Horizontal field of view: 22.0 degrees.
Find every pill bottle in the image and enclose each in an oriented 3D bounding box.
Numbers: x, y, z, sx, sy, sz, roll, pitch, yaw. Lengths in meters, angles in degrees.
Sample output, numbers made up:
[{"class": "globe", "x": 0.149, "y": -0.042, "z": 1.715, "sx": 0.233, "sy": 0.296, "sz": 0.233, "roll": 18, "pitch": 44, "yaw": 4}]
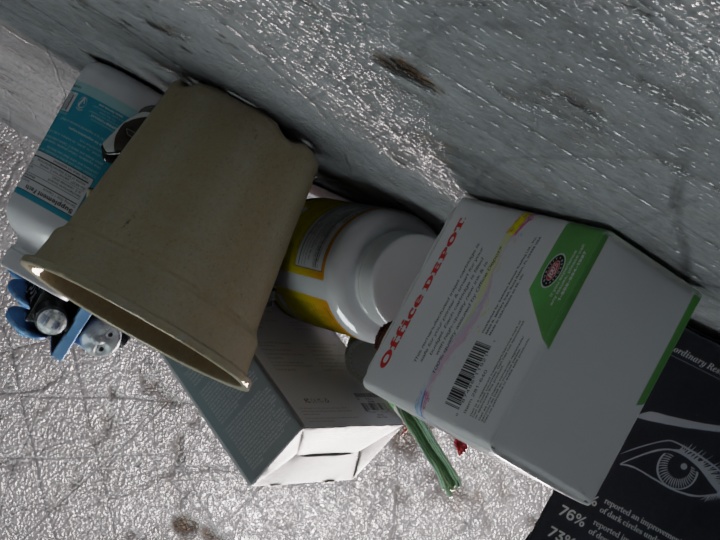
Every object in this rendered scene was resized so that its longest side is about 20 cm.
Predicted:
[{"class": "pill bottle", "x": 0.000, "y": 0.000, "z": 1.521, "sx": 0.109, "sy": 0.110, "sz": 0.200, "roll": 31, "pitch": 173, "yaw": -25}, {"class": "pill bottle", "x": -0.243, "y": -0.076, "z": 1.656, "sx": 0.110, "sy": 0.201, "sz": 0.111, "roll": 29, "pitch": 176, "yaw": 2}]

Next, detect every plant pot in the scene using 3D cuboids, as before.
[{"class": "plant pot", "x": -0.129, "y": -0.036, "z": 1.422, "sx": 0.199, "sy": 0.184, "sz": 0.201, "roll": 28, "pitch": 171, "yaw": 5}]

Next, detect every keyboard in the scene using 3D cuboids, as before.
[{"class": "keyboard", "x": 0.010, "y": -0.047, "z": 1.636, "sx": 0.199, "sy": 0.011, "sz": 0.056, "roll": 26, "pitch": 180, "yaw": 40}]

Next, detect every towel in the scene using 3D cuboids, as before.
[{"class": "towel", "x": 0.024, "y": 0.103, "z": 1.707, "sx": 0.153, "sy": 0.023, "sz": 0.200, "roll": 60, "pitch": 179, "yaw": -42}]

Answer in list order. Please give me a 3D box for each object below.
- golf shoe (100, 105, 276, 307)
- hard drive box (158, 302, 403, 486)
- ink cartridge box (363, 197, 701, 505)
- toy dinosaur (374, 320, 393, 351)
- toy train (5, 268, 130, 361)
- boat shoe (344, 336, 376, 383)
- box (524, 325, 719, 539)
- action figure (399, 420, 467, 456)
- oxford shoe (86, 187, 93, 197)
[{"class": "golf shoe", "x": -0.143, "y": -0.044, "z": 1.543, "sx": 0.201, "sy": 0.094, "sz": 0.078, "roll": 58, "pitch": 159, "yaw": 13}, {"class": "hard drive box", "x": -0.080, "y": 0.083, "z": 1.590, "sx": 0.155, "sy": 0.077, "sz": 0.200, "roll": 7, "pitch": -139, "yaw": -56}, {"class": "ink cartridge box", "x": 0.100, "y": 0.044, "z": 1.157, "sx": 0.084, "sy": 0.146, "sz": 0.200, "roll": 31, "pitch": 176, "yaw": -23}, {"class": "toy dinosaur", "x": 0.112, "y": 0.064, "z": 1.385, "sx": 0.105, "sy": 0.199, "sz": 0.182, "roll": 51, "pitch": 165, "yaw": 58}, {"class": "toy train", "x": -0.275, "y": 0.016, "z": 1.777, "sx": 0.114, "sy": 0.087, "sz": 0.200, "roll": 26, "pitch": -162, "yaw": -21}, {"class": "boat shoe", "x": 0.071, "y": 0.079, "z": 1.529, "sx": 0.201, "sy": 0.075, "sz": 0.065, "roll": 10, "pitch": -168, "yaw": 28}, {"class": "box", "x": 0.221, "y": 0.151, "z": 1.248, "sx": 0.147, "sy": 0.201, "sz": 0.104, "roll": 28, "pitch": 176, "yaw": 25}, {"class": "action figure", "x": 0.118, "y": 0.147, "z": 1.788, "sx": 0.199, "sy": 0.100, "sz": 0.065, "roll": 16, "pitch": 157, "yaw": 19}, {"class": "oxford shoe", "x": -0.143, "y": -0.065, "z": 1.610, "sx": 0.199, "sy": 0.074, "sz": 0.071, "roll": -19, "pitch": -162, "yaw": -23}]
